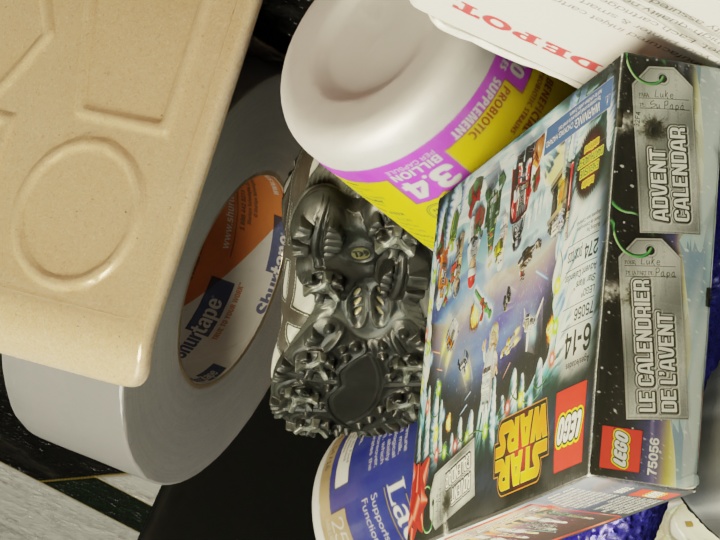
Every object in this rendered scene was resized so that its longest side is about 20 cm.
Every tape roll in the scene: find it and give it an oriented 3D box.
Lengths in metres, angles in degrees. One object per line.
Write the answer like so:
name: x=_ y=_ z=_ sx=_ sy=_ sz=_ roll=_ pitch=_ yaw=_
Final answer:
tape roll: x=-0.085 y=-0.006 z=1.263 sx=0.066 sy=0.201 sz=0.200 roll=20 pitch=163 yaw=19

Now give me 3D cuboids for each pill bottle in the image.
pill bottle: x=0.067 y=-0.044 z=1.104 sx=0.104 sy=0.104 sz=0.200 roll=5 pitch=156 yaw=47
pill bottle: x=0.073 y=0.092 z=1.279 sx=0.116 sy=0.116 sz=0.200 roll=29 pitch=145 yaw=-20

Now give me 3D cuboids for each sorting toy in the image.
sorting toy: x=-0.134 y=-0.064 z=1.168 sx=0.185 sy=0.201 sz=0.036 roll=13 pitch=176 yaw=31

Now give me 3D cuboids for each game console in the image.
game console: x=-0.029 y=0.124 z=1.593 sx=0.116 sy=0.200 sz=0.176 roll=20 pitch=164 yaw=14

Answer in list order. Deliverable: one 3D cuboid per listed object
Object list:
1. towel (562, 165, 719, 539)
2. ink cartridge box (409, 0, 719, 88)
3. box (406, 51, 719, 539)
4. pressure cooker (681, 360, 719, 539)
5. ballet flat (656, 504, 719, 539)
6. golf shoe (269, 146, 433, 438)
towel: x=0.089 y=0.030 z=1.008 sx=0.049 sy=0.200 sz=0.148 roll=14 pitch=-160 yaw=-9
ink cartridge box: x=0.108 y=-0.119 z=0.847 sx=0.144 sy=0.084 sz=0.200 roll=24 pitch=164 yaw=-3
box: x=0.066 y=0.020 z=0.934 sx=0.040 sy=0.137 sz=0.200 roll=9 pitch=165 yaw=-14
pressure cooker: x=0.205 y=0.033 z=1.000 sx=0.176 sy=0.179 sz=0.200 roll=41 pitch=168 yaw=-4
ballet flat: x=0.187 y=0.098 z=1.282 sx=0.067 sy=0.062 sz=0.200 roll=17 pitch=143 yaw=-22
golf shoe: x=0.000 y=0.000 z=1.221 sx=0.078 sy=0.095 sz=0.200 roll=3 pitch=144 yaw=-6
